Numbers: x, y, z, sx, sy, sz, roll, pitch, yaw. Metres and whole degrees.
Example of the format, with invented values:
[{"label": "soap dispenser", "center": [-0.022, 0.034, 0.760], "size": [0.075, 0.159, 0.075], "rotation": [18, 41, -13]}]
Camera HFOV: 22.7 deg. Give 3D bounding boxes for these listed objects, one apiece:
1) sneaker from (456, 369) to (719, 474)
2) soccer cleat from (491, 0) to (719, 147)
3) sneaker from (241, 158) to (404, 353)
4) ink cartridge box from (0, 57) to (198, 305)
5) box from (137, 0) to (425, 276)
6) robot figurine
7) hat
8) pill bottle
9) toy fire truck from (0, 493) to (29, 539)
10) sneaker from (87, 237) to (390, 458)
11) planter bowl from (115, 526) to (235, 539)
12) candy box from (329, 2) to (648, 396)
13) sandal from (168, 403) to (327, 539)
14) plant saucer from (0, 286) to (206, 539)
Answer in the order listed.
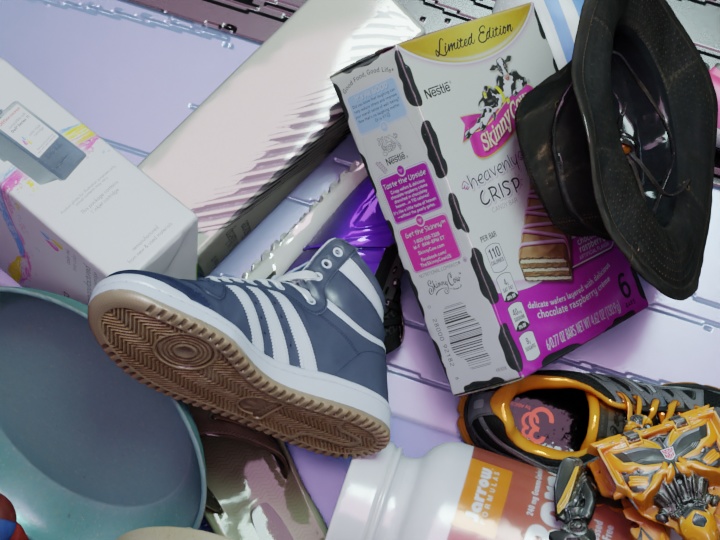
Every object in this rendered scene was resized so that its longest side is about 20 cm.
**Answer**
[{"label": "sneaker", "center": [0.158, 0.099, 1.076], "size": [0.199, 0.077, 0.079], "rotation": [5, 79, 0]}, {"label": "soccer cleat", "center": [0.166, -0.113, 1.120], "size": [0.200, 0.070, 0.087], "rotation": [35, 97, 9]}, {"label": "sneaker", "center": [0.000, 0.000, 1.103], "size": [0.200, 0.070, 0.100], "rotation": [-44, 90, -2]}, {"label": "ink cartridge box", "center": [-0.190, -0.042, 1.066], "size": [0.200, 0.117, 0.067], "rotation": [38, 64, 15]}, {"label": "box", "center": [-0.052, -0.093, 1.107], "size": [0.068, 0.082, 0.200], "rotation": [44, 86, 6]}, {"label": "robot figurine", "center": [0.187, 0.158, 0.960], "size": [0.144, 0.058, 0.201], "rotation": [-17, 58, -8]}, {"label": "hat", "center": [0.135, -0.076, 1.012], "size": [0.081, 0.200, 0.202], "rotation": [-12, 80, 32]}, {"label": "pill bottle", "center": [0.081, 0.167, 1.048], "size": [0.199, 0.112, 0.113], "rotation": [18, 82, 3]}, {"label": "toy fire truck", "center": [-0.268, 0.144, 1.020], "size": [0.167, 0.200, 0.113], "rotation": [6, 60, 5]}, {"label": "sneaker", "center": [-0.061, 0.021, 0.992], "size": [0.199, 0.070, 0.109], "rotation": [29, 50, -34]}, {"label": "planter bowl", "center": [-0.102, 0.230, 1.014], "size": [0.199, 0.201, 0.135], "rotation": [13, 57, 3]}, {"label": "candy box", "center": [0.079, -0.045, 1.055], "size": [0.136, 0.061, 0.201], "rotation": [-24, 93, -45]}, {"label": "sandal", "center": [-0.080, 0.114, 1.086], "size": [0.080, 0.057, 0.201], "rotation": [-37, 82, -5]}, {"label": "plant saucer", "center": [-0.169, 0.086, 1.052], "size": [0.199, 0.200, 0.036], "rotation": [32, 41, 6]}]
